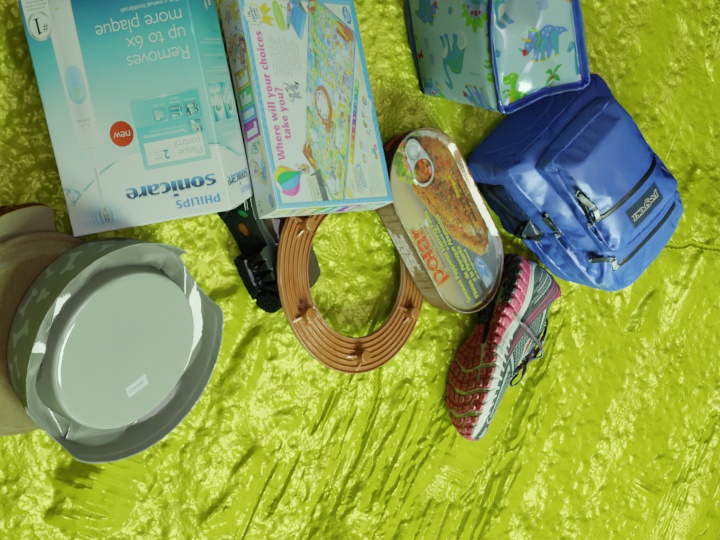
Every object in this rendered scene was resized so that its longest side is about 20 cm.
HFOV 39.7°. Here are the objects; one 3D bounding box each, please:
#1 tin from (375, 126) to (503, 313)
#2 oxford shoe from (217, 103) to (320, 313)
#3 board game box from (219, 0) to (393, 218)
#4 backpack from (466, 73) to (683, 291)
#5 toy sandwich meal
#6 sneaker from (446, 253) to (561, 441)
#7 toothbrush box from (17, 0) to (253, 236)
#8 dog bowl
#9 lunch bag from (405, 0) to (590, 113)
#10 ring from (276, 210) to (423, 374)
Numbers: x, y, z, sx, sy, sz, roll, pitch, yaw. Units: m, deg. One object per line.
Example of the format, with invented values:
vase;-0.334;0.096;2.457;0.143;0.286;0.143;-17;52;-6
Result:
tin;0.079;-0.048;1.010;0.112;0.042;0.201;-46;118;-36
oxford shoe;-0.091;-0.069;0.948;0.084;0.072;0.202;-28;109;-34
board game box;-0.049;-0.153;0.921;0.134;0.034;0.202;-6;83;-38
backpack;0.233;-0.075;1.026;0.162;0.168;0.200;-42;114;-6
toy sandwich meal;-0.297;0.045;0.863;0.204;0.070;0.207;-25;126;-40
sneaker;0.155;0.087;1.055;0.074;0.080;0.202;25;86;-25
toothbrush box;-0.187;-0.143;0.852;0.145;0.085;0.202;-8;102;10
dog bowl;-0.213;0.063;0.866;0.199;0.058;0.202;-25;127;-39
lunch bag;0.121;-0.266;0.941;0.127;0.170;0.202;-22;112;-19
ring;0.000;0.000;0.974;0.199;0.019;0.203;1;88;-45
